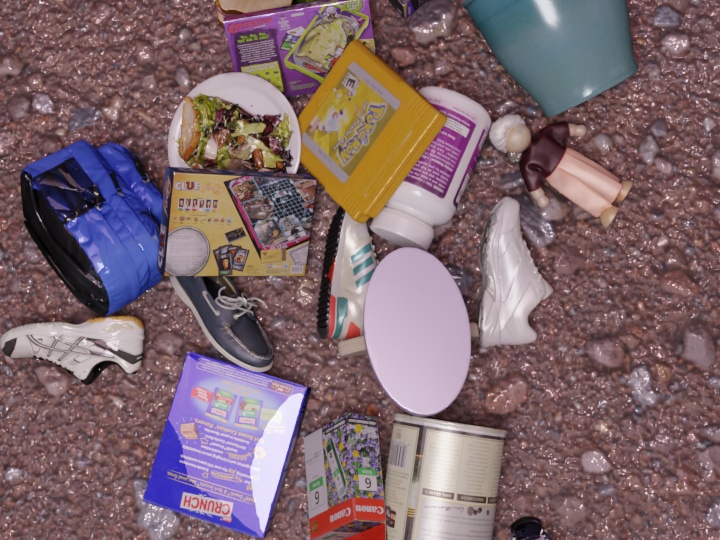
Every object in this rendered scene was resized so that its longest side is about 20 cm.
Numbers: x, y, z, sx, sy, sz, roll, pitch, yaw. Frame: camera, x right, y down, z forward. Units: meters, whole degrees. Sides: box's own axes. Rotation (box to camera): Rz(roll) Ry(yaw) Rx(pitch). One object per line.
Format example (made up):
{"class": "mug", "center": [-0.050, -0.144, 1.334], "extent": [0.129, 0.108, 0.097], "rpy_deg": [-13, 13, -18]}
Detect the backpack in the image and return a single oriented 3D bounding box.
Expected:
{"class": "backpack", "center": [-0.338, -0.057, 1.294], "extent": [0.167, 0.163, 0.200], "rpy_deg": [-31, 79, -20]}

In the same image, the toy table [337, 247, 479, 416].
{"class": "toy table", "center": [0.064, 0.083, 1.213], "extent": [0.182, 0.117, 0.201], "rpy_deg": [4, 77, -1]}

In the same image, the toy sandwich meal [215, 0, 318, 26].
{"class": "toy sandwich meal", "center": [-0.102, -0.390, 1.365], "extent": [0.204, 0.070, 0.207], "rpy_deg": [-1, 82, 5]}

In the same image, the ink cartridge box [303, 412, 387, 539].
{"class": "ink cartridge box", "center": [-0.019, 0.291, 1.218], "extent": [0.050, 0.109, 0.201], "rpy_deg": [13, 58, -31]}

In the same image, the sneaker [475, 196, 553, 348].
{"class": "sneaker", "center": [0.206, 0.004, 1.293], "extent": [0.099, 0.078, 0.202], "rpy_deg": [4, 92, -2]}

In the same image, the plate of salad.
{"class": "plate of salad", "center": [-0.178, -0.171, 1.336], "extent": [0.199, 0.048, 0.202], "rpy_deg": [0, 91, 15]}

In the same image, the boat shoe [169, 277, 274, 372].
{"class": "boat shoe", "center": [-0.176, 0.048, 1.296], "extent": [0.200, 0.075, 0.062], "rpy_deg": [50, 120, 26]}

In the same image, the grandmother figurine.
{"class": "grandmother figurine", "center": [0.261, -0.145, 1.298], "extent": [0.199, 0.061, 0.122], "rpy_deg": [30, 77, -3]}

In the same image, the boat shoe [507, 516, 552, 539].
{"class": "boat shoe", "center": [0.228, 0.415, 1.219], "extent": [0.074, 0.093, 0.201], "rpy_deg": [-16, 81, 2]}

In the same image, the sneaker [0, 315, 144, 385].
{"class": "sneaker", "center": [-0.391, 0.112, 1.318], "extent": [0.199, 0.076, 0.088], "rpy_deg": [-5, 84, 5]}

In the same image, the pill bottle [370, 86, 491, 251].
{"class": "pill bottle", "center": [0.088, -0.131, 1.292], "extent": [0.112, 0.112, 0.201], "rpy_deg": [23, 83, 7]}

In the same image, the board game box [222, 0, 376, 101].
{"class": "board game box", "center": [-0.078, -0.303, 1.341], "extent": [0.199, 0.032, 0.121], "rpy_deg": [-8, 124, 3]}

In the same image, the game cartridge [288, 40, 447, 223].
{"class": "game cartridge", "center": [0.000, -0.183, 1.280], "extent": [0.177, 0.032, 0.200], "rpy_deg": [-53, 50, 14]}

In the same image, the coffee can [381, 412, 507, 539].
{"class": "coffee can", "center": [0.099, 0.288, 1.219], "extent": [0.145, 0.146, 0.201], "rpy_deg": [8, 83, 6]}

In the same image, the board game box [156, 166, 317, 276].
{"class": "board game box", "center": [-0.159, -0.061, 1.269], "extent": [0.199, 0.035, 0.136], "rpy_deg": [1, 106, -30]}

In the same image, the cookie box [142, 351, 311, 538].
{"class": "cookie box", "center": [-0.173, 0.227, 1.285], "extent": [0.170, 0.075, 0.201], "rpy_deg": [16, 83, 6]}

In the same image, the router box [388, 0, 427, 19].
{"class": "router box", "center": [0.059, -0.482, 1.373], "extent": [0.157, 0.052, 0.200], "rpy_deg": [-39, 81, -1]}

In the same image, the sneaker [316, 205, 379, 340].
{"class": "sneaker", "center": [0.000, 0.000, 1.316], "extent": [0.093, 0.070, 0.201], "rpy_deg": [11, 78, -16]}

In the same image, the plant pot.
{"class": "plant pot", "center": [0.262, -0.311, 1.272], "extent": [0.199, 0.200, 0.189], "rpy_deg": [-27, 96, 0]}
